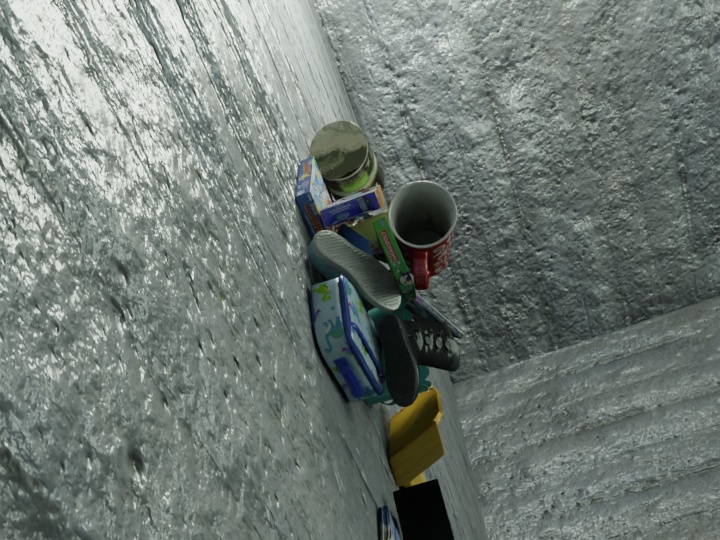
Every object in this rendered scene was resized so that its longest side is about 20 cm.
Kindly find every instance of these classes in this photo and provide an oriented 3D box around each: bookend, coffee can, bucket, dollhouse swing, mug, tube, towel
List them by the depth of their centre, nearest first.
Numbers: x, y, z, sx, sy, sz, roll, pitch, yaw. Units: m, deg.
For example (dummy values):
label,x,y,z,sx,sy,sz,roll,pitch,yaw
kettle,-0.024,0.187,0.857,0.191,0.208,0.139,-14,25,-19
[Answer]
label,x,y,z,sx,sy,sz,roll,pitch,yaw
towel,0.064,0.510,1.300,0.201,0.023,0.150,-93,165,-63
bookend,0.136,0.530,1.460,0.202,0.090,0.202,74,1,-54
mug,0.113,-0.053,1.544,0.131,0.180,0.201,28,-14,15
bucket,0.055,0.169,1.597,0.207,0.132,0.213,-18,90,-81
tube,0.016,-0.080,1.641,0.058,0.195,0.053,24,45,-80
dollhouse swing,0.152,0.400,1.710,0.177,0.181,0.200,50,11,-8
coffee can,-0.030,-0.252,1.909,0.200,0.143,0.150,50,23,-69

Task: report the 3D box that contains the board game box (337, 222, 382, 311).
label,x,y,z,sx,sy,sz,roll,pitch,yaw
board game box,0.000,0.000,1.546,0.200,0.038,0.163,-143,-126,-60

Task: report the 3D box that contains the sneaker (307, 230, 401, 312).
label,x,y,z,sx,sy,sz,roll,pitch,yaw
sneaker,-0.013,0.009,1.434,0.199,0.074,0.082,42,-32,-3

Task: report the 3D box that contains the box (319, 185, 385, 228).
label,x,y,z,sx,sy,sz,roll,pitch,yaw
box,-0.014,-0.130,1.572,0.200,0.116,0.043,-59,129,-81

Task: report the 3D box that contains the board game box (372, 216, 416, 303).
label,x,y,z,sx,sy,sz,roll,pitch,yaw
board game box,0.066,-0.015,1.484,0.200,0.029,0.137,59,7,-80

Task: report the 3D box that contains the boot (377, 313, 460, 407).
label,x,y,z,sx,sy,sz,roll,pitch,yaw
boot,0.119,0.171,1.453,0.198,0.064,0.169,18,59,-54

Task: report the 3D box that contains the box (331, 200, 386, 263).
label,x,y,z,sx,sy,sz,roll,pitch,yaw
box,0.022,-0.079,1.801,0.197,0.038,0.137,23,-22,31

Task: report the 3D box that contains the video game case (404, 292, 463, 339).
label,x,y,z,sx,sy,sz,roll,pitch,yaw
video game case,0.117,0.078,1.695,0.199,0.019,0.142,41,-14,-29

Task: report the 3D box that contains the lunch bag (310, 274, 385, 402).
label,x,y,z,sx,sy,sz,roll,pitch,yaw
lunch bag,-0.020,0.125,1.374,0.163,0.080,0.202,-97,166,-44

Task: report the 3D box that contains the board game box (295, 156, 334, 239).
label,x,y,z,sx,sy,sz,roll,pitch,yaw
board game box,-0.090,-0.135,1.612,0.201,0.034,0.138,-93,163,-62

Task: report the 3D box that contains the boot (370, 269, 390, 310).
label,x,y,z,sx,sy,sz,roll,pitch,yaw
boot,0.035,0.105,1.824,0.203,0.069,0.146,103,12,-54

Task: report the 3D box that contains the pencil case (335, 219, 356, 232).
label,x,y,z,sx,sy,sz,roll,pitch,yaw
pencil case,-0.013,-0.036,1.781,0.090,0.077,0.201,57,-3,36
